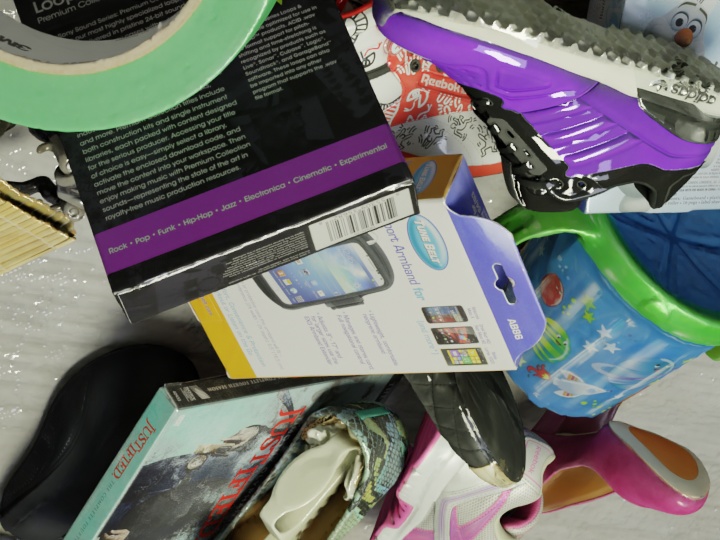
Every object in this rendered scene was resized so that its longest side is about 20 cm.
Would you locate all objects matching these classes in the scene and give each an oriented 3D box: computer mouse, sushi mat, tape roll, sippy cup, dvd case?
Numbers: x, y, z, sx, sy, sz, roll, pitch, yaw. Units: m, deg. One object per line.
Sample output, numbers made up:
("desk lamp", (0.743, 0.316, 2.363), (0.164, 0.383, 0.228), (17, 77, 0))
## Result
("computer mouse", (-0.149, 0.128, 1.420), (0.138, 0.053, 0.201), (8, 129, -29))
("sushi mat", (-0.231, -0.014, 1.184), (0.095, 0.012, 0.199), (34, 144, -30))
("tape roll", (-0.126, -0.162, 1.054), (0.199, 0.048, 0.202), (2, 108, 7))
("sippy cup", (0.143, 0.012, 1.384), (0.178, 0.140, 0.130), (40, 127, -7))
("dvd case", (-0.073, 0.111, 1.405), (0.199, 0.022, 0.146), (-8, 140, -51))

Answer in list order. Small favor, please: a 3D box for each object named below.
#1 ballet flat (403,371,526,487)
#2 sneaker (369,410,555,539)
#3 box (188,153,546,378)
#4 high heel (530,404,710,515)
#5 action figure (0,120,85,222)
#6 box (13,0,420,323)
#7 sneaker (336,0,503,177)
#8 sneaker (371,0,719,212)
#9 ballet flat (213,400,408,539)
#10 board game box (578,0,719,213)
("ballet flat", (0.028, 0.039, 1.353), (0.057, 0.066, 0.200), (-30, 101, 28))
("sneaker", (0.061, 0.142, 1.461), (0.088, 0.082, 0.200), (22, 155, 0))
("box", (0.000, 0.000, 1.263), (0.199, 0.042, 0.119), (-4, 131, 26))
("high heel", (0.140, 0.131, 1.438), (0.067, 0.200, 0.096), (22, 97, -25))
("action figure", (-0.122, -0.064, 1.203), (0.199, 0.102, 0.119), (-1, 134, -1))
("box", (-0.072, -0.087, 1.125), (0.142, 0.201, 0.036), (-20, 151, -2))
("sneaker", (0.030, -0.109, 1.246), (0.200, 0.067, 0.108), (0, 135, -21))
("sneaker", (0.088, -0.078, 1.204), (0.199, 0.070, 0.100), (17, 114, -21))
("ballet flat", (-0.052, 0.154, 1.402), (0.074, 0.074, 0.200), (28, 100, -41))
("board game box", (0.215, -0.131, 1.287), (0.199, 0.043, 0.200), (-2, 118, -22))
